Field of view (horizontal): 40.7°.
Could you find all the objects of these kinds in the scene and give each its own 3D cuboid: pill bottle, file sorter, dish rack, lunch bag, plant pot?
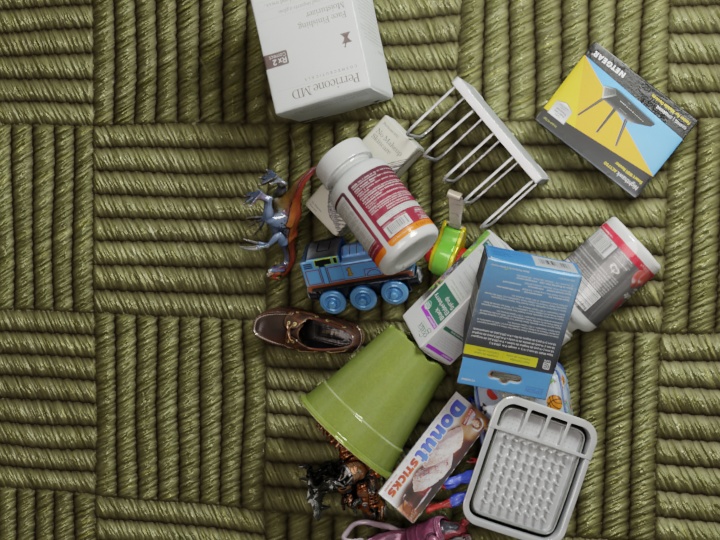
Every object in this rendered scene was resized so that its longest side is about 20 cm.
[{"bbox_3d":[0.022,-0.101,1.497,0.109,0.109,0.201,-40,73,12],"label":"pill bottle"},{"bbox_3d":[0.181,-0.181,1.519,0.124,0.139,0.201,-40,84,14],"label":"file sorter"},{"bbox_3d":[0.252,0.301,1.470,0.170,0.044,0.202,19,90,-9],"label":"dish rack"},{"bbox_3d":[0.260,0.237,1.556,0.158,0.075,0.203,-9,91,16],"label":"lunch bag"},{"bbox_3d":[0.035,0.197,1.562,0.200,0.200,0.190,41,90,8],"label":"plant pot"},{"bbox_3d":[0.355,0.023,1.501,0.200,0.111,0.111,-44,83,12],"label":"pill bottle"}]

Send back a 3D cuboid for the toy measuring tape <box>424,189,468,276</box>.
[{"bbox_3d":[0.135,-0.043,1.516,0.073,0.201,0.074,-2,59,3],"label":"toy measuring tape"}]

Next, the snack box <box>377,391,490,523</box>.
[{"bbox_3d":[0.115,0.290,1.513,0.072,0.024,0.201,38,79,4],"label":"snack box"}]

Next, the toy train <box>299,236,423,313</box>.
[{"bbox_3d":[0.000,0.000,1.584,0.197,0.087,0.115,-9,121,14],"label":"toy train"}]

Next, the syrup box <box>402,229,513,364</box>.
[{"bbox_3d":[0.167,0.044,1.514,0.200,0.081,0.079,-45,40,14],"label":"syrup box"}]

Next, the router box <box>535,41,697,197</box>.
[{"bbox_3d":[0.396,-0.232,1.507,0.199,0.051,0.150,39,102,8],"label":"router box"}]

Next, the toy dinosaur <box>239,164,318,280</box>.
[{"bbox_3d":[-0.129,-0.064,1.595,0.198,0.106,0.182,-5,133,30],"label":"toy dinosaur"}]

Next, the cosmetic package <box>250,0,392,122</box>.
[{"bbox_3d":[-0.059,-0.359,1.552,0.163,0.165,0.203,-13,90,15],"label":"cosmetic package"}]

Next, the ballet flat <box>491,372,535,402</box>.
[{"bbox_3d":[0.231,0.112,1.513,0.071,0.072,0.202,-13,56,14],"label":"ballet flat"}]

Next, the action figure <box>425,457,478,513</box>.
[{"bbox_3d":[0.193,0.330,1.526,0.198,0.052,0.066,-17,96,15],"label":"action figure"}]

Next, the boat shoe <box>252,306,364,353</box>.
[{"bbox_3d":[-0.093,0.101,1.635,0.197,0.070,0.071,3,95,15],"label":"boat shoe"}]

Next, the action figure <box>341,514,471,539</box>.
[{"bbox_3d":[0.093,0.431,1.573,0.199,0.134,0.150,-31,96,26],"label":"action figure"}]

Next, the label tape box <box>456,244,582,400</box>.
[{"bbox_3d":[0.229,0.077,1.438,0.142,0.063,0.202,11,110,-3],"label":"label tape box"}]

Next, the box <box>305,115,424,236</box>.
[{"bbox_3d":[0.007,-0.154,1.597,0.082,0.068,0.200,44,102,9],"label":"box"}]

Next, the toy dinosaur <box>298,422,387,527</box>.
[{"bbox_3d":[-0.027,0.343,1.626,0.134,0.102,0.202,-25,82,3],"label":"toy dinosaur"}]
